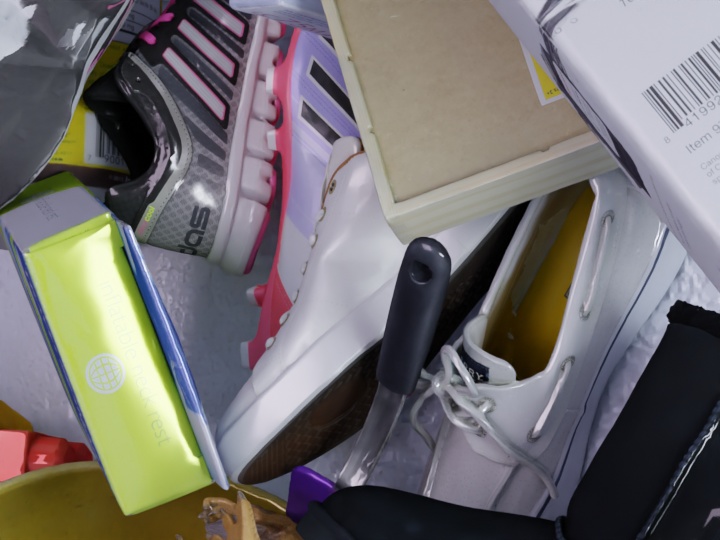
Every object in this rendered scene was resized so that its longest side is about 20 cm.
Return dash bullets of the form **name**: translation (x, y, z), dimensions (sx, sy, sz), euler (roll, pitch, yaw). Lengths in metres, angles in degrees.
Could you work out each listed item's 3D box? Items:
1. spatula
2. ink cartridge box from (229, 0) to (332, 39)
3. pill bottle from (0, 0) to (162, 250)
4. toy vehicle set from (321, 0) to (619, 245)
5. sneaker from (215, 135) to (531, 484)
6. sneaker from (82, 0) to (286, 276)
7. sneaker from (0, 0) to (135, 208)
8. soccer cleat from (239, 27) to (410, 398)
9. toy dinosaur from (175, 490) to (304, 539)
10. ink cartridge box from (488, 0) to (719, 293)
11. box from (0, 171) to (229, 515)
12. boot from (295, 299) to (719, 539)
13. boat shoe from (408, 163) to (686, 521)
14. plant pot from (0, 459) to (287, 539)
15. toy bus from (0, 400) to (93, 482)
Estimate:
- **spatula**: translation (0.007, 0.059, 0.945), dimensions (0.056, 0.021, 0.200), euler (30, 133, 16)
- **ink cartridge box**: translation (0.011, -0.198, 1.020), dimensions (0.042, 0.119, 0.200), euler (0, 81, 47)
- **pill bottle**: translation (-0.154, -0.115, 1.177), dimensions (0.109, 0.109, 0.200), euler (-10, 74, 44)
- **toy vehicle set**: translation (0.089, -0.101, 0.921), dimensions (0.200, 0.027, 0.124), euler (-20, 64, 10)
- **sneaker**: translation (0.000, 0.000, 0.989), dimensions (0.200, 0.073, 0.085), euler (-46, 68, -3)
- **sneaker**: translation (-0.085, -0.098, 1.103), dimensions (0.074, 0.087, 0.200), euler (142, 131, -70)
- **sneaker**: translation (-0.150, -0.100, 1.080), dimensions (0.200, 0.080, 0.086), euler (-50, 3, 0)
- **soccer cleat**: translation (-0.004, -0.036, 1.053), dimensions (0.076, 0.067, 0.200), euler (4, 77, 15)
- **toy dinosaur**: translation (-0.018, 0.132, 0.932), dimensions (0.060, 0.106, 0.200), euler (-57, 37, 13)
- **ink cartridge box**: translation (0.139, -0.098, 0.839), dimensions (0.145, 0.083, 0.200), euler (-35, 62, 1)
- **box**: translation (-0.112, 0.028, 1.021), dimensions (0.200, 0.048, 0.122), euler (-147, 36, -75)
- **boot**: translation (0.090, 0.085, 0.875), dimensions (0.198, 0.073, 0.163), euler (31, 85, 36)
- **boat shoe**: translation (0.057, 0.042, 0.946), dimensions (0.075, 0.086, 0.202), euler (42, 111, 42)
- **plant pot**: translation (-0.100, 0.198, 1.019), dimensions (0.200, 0.200, 0.142), euler (43, 134, 42)
- **toy bus**: translation (-0.224, 0.106, 1.186), dimensions (0.192, 0.200, 0.136), euler (1, 81, 9)
